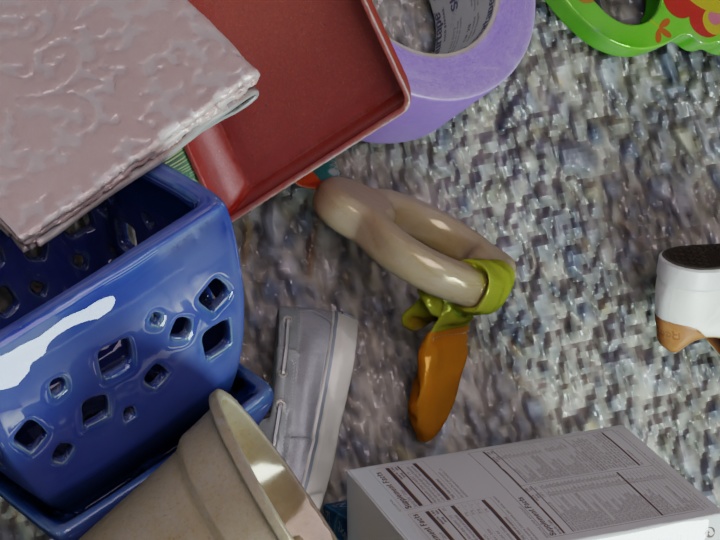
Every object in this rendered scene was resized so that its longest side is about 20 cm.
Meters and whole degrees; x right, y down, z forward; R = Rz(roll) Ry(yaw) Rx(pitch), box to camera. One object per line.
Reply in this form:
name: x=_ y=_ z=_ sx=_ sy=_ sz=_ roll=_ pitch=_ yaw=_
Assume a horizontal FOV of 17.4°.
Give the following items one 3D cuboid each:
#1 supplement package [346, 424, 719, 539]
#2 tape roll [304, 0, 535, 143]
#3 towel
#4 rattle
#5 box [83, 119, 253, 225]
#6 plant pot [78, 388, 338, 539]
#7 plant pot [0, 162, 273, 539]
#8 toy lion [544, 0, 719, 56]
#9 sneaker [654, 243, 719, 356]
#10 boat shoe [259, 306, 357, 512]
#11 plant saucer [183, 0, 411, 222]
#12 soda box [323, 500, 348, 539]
supplement package: x=0.108 y=0.207 z=1.500 sx=0.198 sy=0.151 sz=0.153 roll=-8 pitch=111 yaw=-19
tape roll: x=0.019 y=-0.197 z=1.655 sx=0.199 sy=0.085 sz=0.202 roll=12 pitch=66 yaw=-29
towel: x=-0.193 y=-0.123 z=1.479 sx=0.199 sy=0.032 sz=0.191 roll=-36 pitch=65 yaw=-23
rattle: x=0.000 y=0.000 z=1.648 sx=0.199 sy=0.143 sz=0.130 roll=26 pitch=34 yaw=-1
box: x=-0.154 y=-0.140 z=1.641 sx=0.143 sy=0.036 sz=0.201 roll=-19 pitch=84 yaw=-19
plant pot: x=-0.105 y=0.204 z=1.404 sx=0.183 sy=0.200 sz=0.201 roll=-33 pitch=87 yaw=2
plant pot: x=-0.184 y=0.047 z=1.490 sx=0.199 sy=0.200 sz=0.181 roll=-34 pitch=125 yaw=-21
toy lion: x=0.234 y=-0.235 z=1.772 sx=0.192 sy=0.069 sz=0.200 roll=47 pitch=69 yaw=-9
sneaker: x=0.298 y=0.024 z=1.730 sx=0.198 sy=0.073 sz=0.085 roll=-3 pitch=111 yaw=-25
boat shoe: x=-0.053 y=0.119 z=1.597 sx=0.071 sy=0.070 sz=0.202 roll=13 pitch=70 yaw=-2
plant saucer: x=-0.062 y=-0.160 z=1.569 sx=0.037 sy=0.199 sz=0.201 roll=-18 pitch=81 yaw=-48
soda box: x=0.080 y=0.178 z=1.607 sx=0.198 sy=0.068 sz=0.065 roll=-10 pitch=98 yaw=-18
